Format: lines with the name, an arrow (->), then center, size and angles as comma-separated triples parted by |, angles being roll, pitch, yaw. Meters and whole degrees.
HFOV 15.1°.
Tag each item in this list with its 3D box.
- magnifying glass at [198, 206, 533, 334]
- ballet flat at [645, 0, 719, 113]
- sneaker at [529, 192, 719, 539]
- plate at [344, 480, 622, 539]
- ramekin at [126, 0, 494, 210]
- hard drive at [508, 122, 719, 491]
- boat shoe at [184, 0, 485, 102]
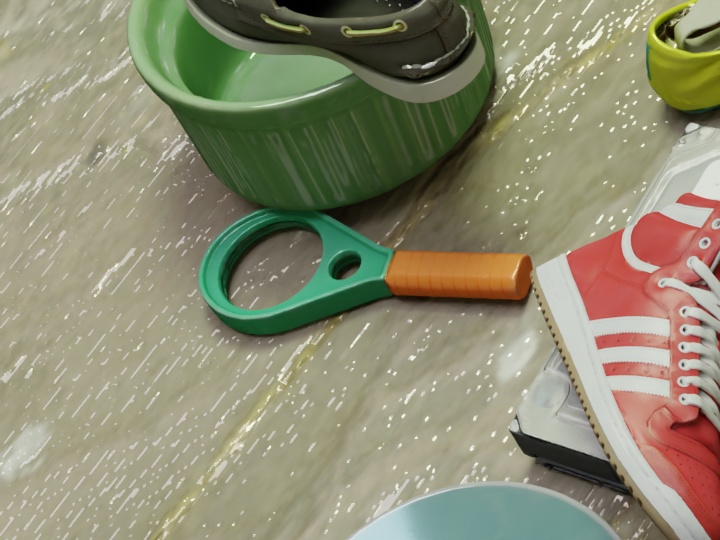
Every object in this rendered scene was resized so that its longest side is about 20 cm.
magnifying glass -> 0.000, 0.000, 1.473 | 0.199, 0.022, 0.080 | 3, 56, 29
ballet flat -> 0.240, -0.146, 1.426 | 0.199, 0.067, 0.067 | -24, 46, 9
sneaker -> 0.159, 0.042, 1.268 | 0.112, 0.071, 0.200 | -31, 44, 9
plate -> 0.047, 0.192, 1.293 | 0.199, 0.026, 0.201 | -14, 50, 17
ramekin -> -0.021, -0.128, 1.520 | 0.199, 0.098, 0.201 | -13, 45, 13
hard drive -> 0.178, 0.024, 1.347 | 0.139, 0.038, 0.200 | 17, 65, 37
boat shoe -> -0.022, -0.147, 1.422 | 0.201, 0.060, 0.072 | 23, 60, 38
